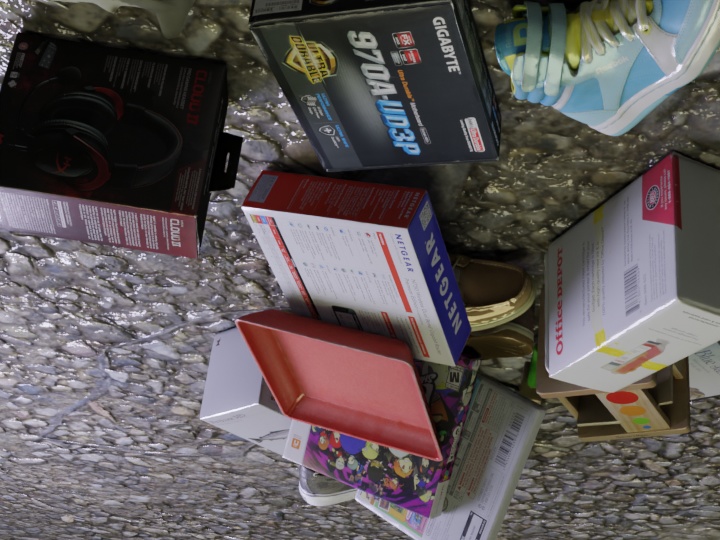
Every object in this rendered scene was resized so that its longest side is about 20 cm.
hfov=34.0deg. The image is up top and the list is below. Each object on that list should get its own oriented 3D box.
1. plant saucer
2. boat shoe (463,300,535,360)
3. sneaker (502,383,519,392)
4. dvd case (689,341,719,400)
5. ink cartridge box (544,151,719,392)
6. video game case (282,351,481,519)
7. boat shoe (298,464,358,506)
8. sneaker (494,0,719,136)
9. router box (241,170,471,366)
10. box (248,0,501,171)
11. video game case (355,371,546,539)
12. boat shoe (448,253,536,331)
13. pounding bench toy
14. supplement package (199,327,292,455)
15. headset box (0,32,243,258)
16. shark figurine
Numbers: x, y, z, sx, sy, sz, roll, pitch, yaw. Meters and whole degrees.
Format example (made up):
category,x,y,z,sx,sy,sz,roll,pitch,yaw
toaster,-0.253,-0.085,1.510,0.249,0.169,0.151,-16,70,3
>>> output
category,x,y,z,sx,sy,sz,roll,pitch,yaw
plant saucer,-0.014,0.113,1.224,0.197,0.037,0.201,12,148,23
boat shoe,0.129,0.057,1.282,0.073,0.066,0.199,30,164,-26
sneaker,0.145,0.185,1.493,0.198,0.089,0.075,26,147,-31
dvd case,0.367,0.124,1.404,0.198,0.018,0.142,-17,143,37
ink cartridge box,0.257,0.009,1.078,0.082,0.147,0.200,16,152,-20
video game case,0.021,0.155,1.314,0.198,0.184,0.036,18,-173,26
boat shoe,0.019,0.220,1.405,0.197,0.070,0.067,-13,128,-6
sneaker,0.170,-0.170,0.833,0.129,0.081,0.200,12,151,-13
router box,0.000,0.000,1.132,0.177,0.049,0.201,10,143,28
box,0.018,-0.155,0.929,0.156,0.047,0.201,-2,150,16
video game case,0.096,0.206,1.309,0.181,0.203,0.022,26,-170,36
boat shoe,0.079,0.016,1.205,0.197,0.075,0.067,-4,146,20
pounding bench toy,0.236,0.097,1.266,0.197,0.126,0.156,-10,148,29
supplement package,-0.081,0.154,1.454,0.116,0.119,0.199,-18,143,42
headset box,-0.197,-0.101,0.968,0.197,0.151,0.075,9,153,-2
shark figurine,-0.212,-0.228,0.820,0.211,0.091,0.128,13,-173,5
